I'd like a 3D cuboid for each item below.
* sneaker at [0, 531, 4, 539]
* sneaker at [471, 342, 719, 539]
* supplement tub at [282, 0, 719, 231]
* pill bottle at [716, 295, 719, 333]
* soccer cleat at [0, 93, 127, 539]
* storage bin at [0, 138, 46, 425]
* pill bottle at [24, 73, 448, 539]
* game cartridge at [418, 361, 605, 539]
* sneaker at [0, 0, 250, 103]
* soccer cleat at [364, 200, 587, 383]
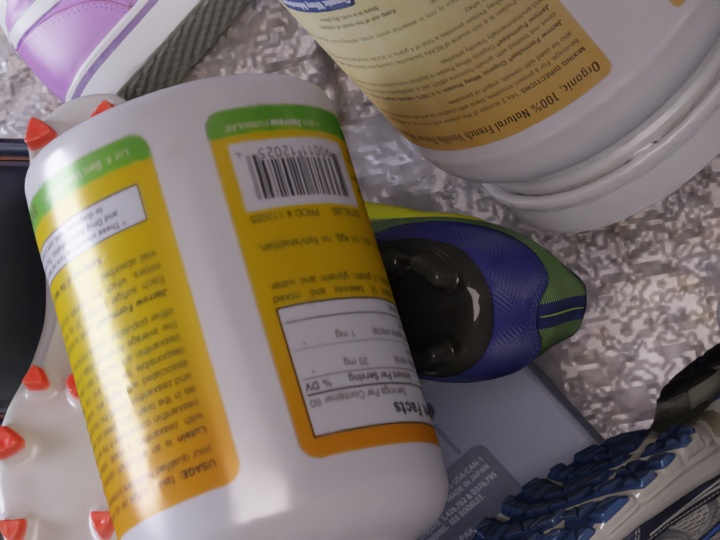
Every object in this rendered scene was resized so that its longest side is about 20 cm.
[{"bbox_3d":[-0.085,0.086,0.936,0.200,0.076,0.075,-33,80,8],"label":"sneaker"},{"bbox_3d":[0.119,0.094,0.855,0.200,0.077,0.085,-32,98,-30],"label":"sneaker"},{"bbox_3d":[0.043,-0.123,0.839,0.144,0.144,0.200,-39,119,8],"label":"supplement tub"},{"bbox_3d":[0.182,0.087,0.769,0.109,0.110,0.200,-18,57,11],"label":"pill bottle"},{"bbox_3d":[-0.093,0.030,0.895,0.069,0.078,0.200,-7,67,17],"label":"soccer cleat"},{"bbox_3d":[-0.210,-0.004,0.936,0.200,0.134,0.146,1,89,11],"label":"storage bin"},{"bbox_3d":[-0.035,0.046,0.800,0.111,0.111,0.200,-20,76,11],"label":"pill bottle"},{"bbox_3d":[0.010,0.120,0.914,0.200,0.040,0.133,-41,105,8],"label":"game cartridge"},{"bbox_3d":[-0.072,-0.161,0.944,0.200,0.073,0.114,-43,77,8],"label":"sneaker"},{"bbox_3d":[0.000,0.001,0.906,0.200,0.084,0.065,17,106,48],"label":"soccer cleat"}]
